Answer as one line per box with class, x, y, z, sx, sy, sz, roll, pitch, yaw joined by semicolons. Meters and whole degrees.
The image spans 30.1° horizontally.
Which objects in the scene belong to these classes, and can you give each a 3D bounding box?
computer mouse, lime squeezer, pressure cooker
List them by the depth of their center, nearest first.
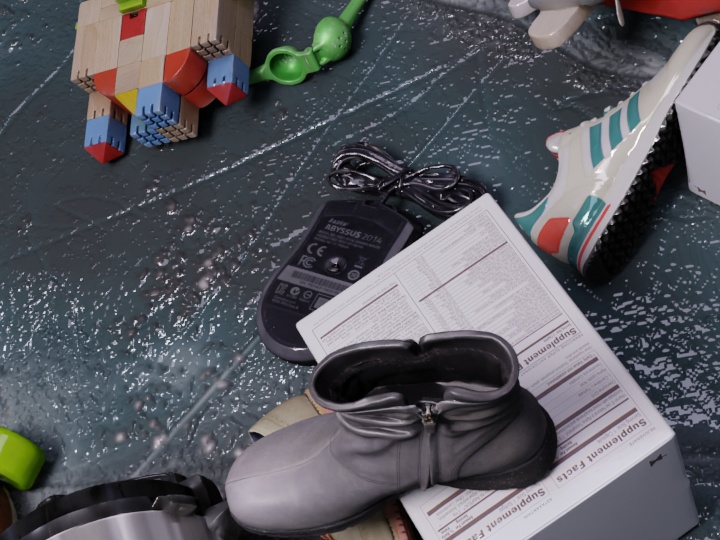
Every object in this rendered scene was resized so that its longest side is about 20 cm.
pressure cooker;-0.144;0.224;0.817;0.174;0.180;0.201;-1;45;-32
computer mouse;0.000;0.000;0.984;0.137;0.053;0.201;20;58;26
lime squeezer;-0.052;-0.190;1.118;0.199;0.038;0.071;-34;56;-1

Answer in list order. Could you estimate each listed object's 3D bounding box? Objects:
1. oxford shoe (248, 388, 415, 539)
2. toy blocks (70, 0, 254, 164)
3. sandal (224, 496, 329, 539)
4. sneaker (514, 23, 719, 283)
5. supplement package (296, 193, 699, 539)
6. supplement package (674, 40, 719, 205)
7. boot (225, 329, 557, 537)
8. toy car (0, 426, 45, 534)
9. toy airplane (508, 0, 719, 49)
oxford shoe;-0.014;0.155;0.862;0.073;0.071;0.200;-25;37;-8
toy blocks;-0.166;-0.168;1.107;0.198;0.100;0.138;-10;66;27
sandal;-0.031;0.209;0.879;0.075;0.045;0.200;-31;41;-7
sneaker;0.181;-0.096;0.948;0.093;0.070;0.201;30;90;33
supplement package;0.086;0.096;0.832;0.150;0.152;0.201;-34;56;-1
supplement package;0.318;-0.135;0.913;0.109;0.114;0.201;30;75;32
boot;-0.002;0.080;0.704;0.198;0.132;0.070;-18;59;14
toy car;-0.342;0.149;0.918;0.156;0.200;0.166;14;66;25
toy airplane;0.198;-0.247;1.001;0.197;0.142;0.201;-16;42;-1
